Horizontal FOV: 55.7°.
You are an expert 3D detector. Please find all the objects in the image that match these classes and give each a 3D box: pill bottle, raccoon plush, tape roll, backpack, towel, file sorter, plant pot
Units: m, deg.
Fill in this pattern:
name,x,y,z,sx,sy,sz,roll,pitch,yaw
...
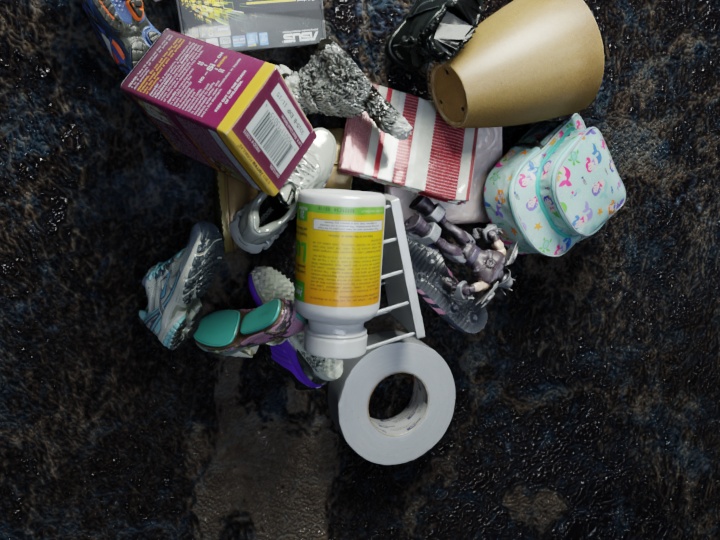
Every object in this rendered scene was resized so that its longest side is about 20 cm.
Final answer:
name,x,y,z,sx,sy,sz,roll,pitch,yaw
pill bottle,-0.028,0.002,0.857,0.109,0.111,0.203,0,100,-18
raccoon plush,-0.044,-0.216,0.918,0.134,0.097,0.200,-44,68,5
tape roll,0.050,0.201,1.084,0.197,0.066,0.203,-4,102,-18
backpack,0.295,-0.120,1.048,0.199,0.150,0.179,-38,112,-15
towel,0.073,-0.184,0.984,0.197,0.023,0.146,14,75,-12
file sorter,0.000,0.000,0.992,0.123,0.139,0.203,-15,105,-12
towel,0.128,-0.167,1.057,0.197,0.032,0.194,-5,101,-17
plant pot,0.205,-0.282,0.965,0.198,0.186,0.189,-25,107,-19

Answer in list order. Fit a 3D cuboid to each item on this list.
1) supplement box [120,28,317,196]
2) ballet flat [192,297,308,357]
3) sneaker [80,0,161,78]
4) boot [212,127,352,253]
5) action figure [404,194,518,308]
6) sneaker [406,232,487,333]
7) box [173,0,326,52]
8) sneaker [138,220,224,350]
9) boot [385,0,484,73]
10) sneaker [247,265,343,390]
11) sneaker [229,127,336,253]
name,x,y,z,sx,sy,sz,roll,pitch,yaw
supplement box,-0.172,-0.195,0.839,0.104,0.199,0.131,-56,150,-12
ballet flat,-0.151,0.086,0.945,0.071,0.198,0.070,39,49,-36
sneaker,-0.293,-0.292,0.876,0.075,0.078,0.202,-39,127,-26
boot,-0.105,-0.116,0.957,0.197,0.066,0.178,-3,87,-18
action figure,0.154,-0.031,1.012,0.199,0.069,0.131,36,64,-12
sneaker,0.111,0.020,1.068,0.070,0.082,0.201,-39,93,-12
box,-0.152,-0.379,0.913,0.197,0.049,0.164,-10,107,-16
sneaker,-0.251,0.013,0.913,0.086,0.078,0.201,32,118,10
boot,0.122,-0.363,0.946,0.073,0.162,0.199,40,87,-21
sneaker,-0.119,0.094,1.004,0.099,0.069,0.201,-35,88,35
sneaker,-0.089,-0.110,0.892,0.075,0.081,0.201,37,71,-10
